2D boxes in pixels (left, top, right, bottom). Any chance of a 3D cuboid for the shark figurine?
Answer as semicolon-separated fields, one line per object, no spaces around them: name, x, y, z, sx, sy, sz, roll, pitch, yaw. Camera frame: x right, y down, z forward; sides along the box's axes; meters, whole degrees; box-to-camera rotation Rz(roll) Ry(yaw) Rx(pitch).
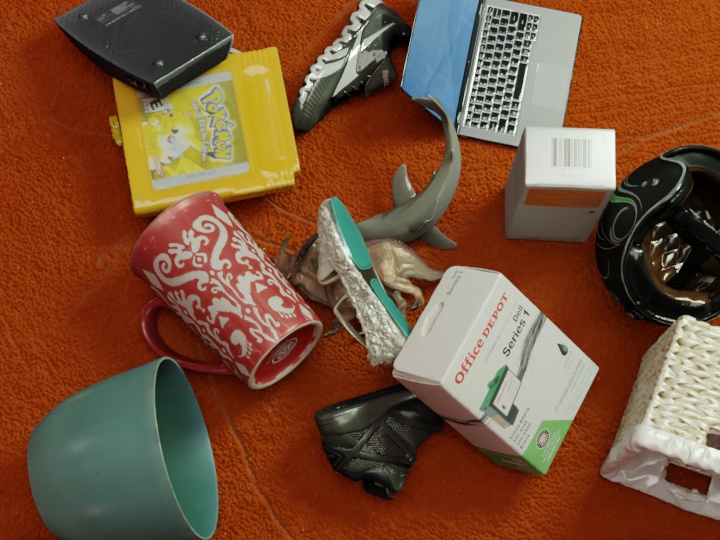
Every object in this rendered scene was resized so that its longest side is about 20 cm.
shark figurine;0.077;-0.090;1.672;0.128;0.090;0.215;27;113;-3

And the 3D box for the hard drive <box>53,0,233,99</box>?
hard drive;-0.255;-0.275;1.732;0.135;0.042;0.200;-37;51;-26

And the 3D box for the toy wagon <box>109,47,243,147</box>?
toy wagon;-0.203;-0.192;1.759;0.199;0.040;0.156;-18;75;-4

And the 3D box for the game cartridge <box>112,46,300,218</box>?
game cartridge;-0.180;-0.163;1.715;0.199;0.032;0.177;-12;75;-1

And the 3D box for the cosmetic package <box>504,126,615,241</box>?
cosmetic package;0.222;-0.094;1.651;0.101;0.200;0.072;2;75;1

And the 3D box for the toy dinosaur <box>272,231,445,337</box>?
toy dinosaur;0.000;0.000;1.681;0.199;0.086;0.136;-17;78;-3

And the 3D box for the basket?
basket;0.387;0.168;1.582;0.198;0.200;0.161;19;73;4

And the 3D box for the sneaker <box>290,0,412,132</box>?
sneaker;-0.005;-0.238;1.758;0.090;0.066;0.200;32;75;10

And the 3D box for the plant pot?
plant pot;-0.260;0.209;1.576;0.160;0.201;0.201;-15;75;8

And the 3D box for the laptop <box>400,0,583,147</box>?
laptop;0.160;-0.260;1.740;0.199;0.116;0.188;12;76;3

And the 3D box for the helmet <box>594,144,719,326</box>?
helmet;0.360;-0.038;1.643;0.199;0.191;0.201;2;108;5

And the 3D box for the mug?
mug;-0.151;0.039;1.651;0.133;0.178;0.200;-29;65;-37

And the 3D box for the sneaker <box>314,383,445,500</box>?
sneaker;0.053;0.186;1.644;0.199;0.076;0.115;-17;98;-22

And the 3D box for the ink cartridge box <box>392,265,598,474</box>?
ink cartridge box;0.149;0.109;1.597;0.200;0.084;0.146;41;70;-34

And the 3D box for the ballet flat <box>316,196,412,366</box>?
ballet flat;-0.010;0.017;1.605;0.072;0.072;0.200;-27;79;-7
